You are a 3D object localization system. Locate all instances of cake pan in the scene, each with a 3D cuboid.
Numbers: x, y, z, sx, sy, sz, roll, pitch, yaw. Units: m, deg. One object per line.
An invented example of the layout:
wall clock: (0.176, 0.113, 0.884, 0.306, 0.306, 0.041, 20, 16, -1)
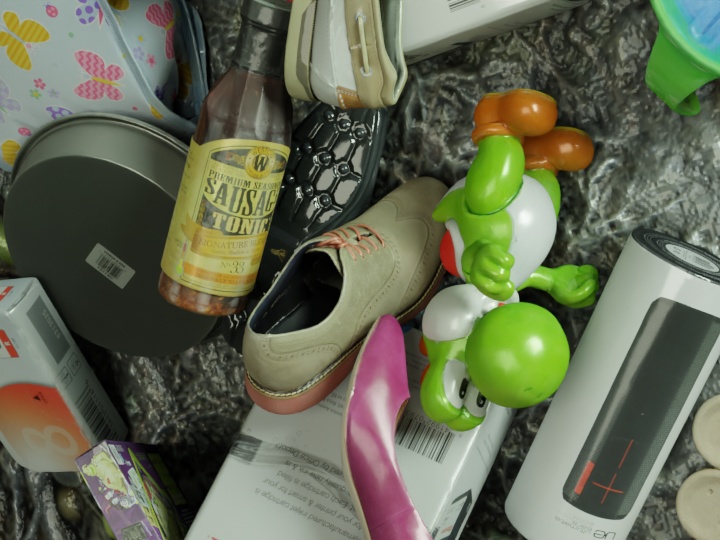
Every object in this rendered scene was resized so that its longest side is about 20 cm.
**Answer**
cake pan: (-0.170, -0.016, 0.918, 0.198, 0.037, 0.202, 12, 129, 15)

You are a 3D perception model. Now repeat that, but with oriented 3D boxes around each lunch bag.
lunch bag: (-0.213, -0.169, 0.914, 0.168, 0.127, 0.201, -12, 118, 26)

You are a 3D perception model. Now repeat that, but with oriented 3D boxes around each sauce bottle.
sauce bottle: (-0.079, -0.072, 0.812, 0.066, 0.066, 0.202, 23, 110, 21)

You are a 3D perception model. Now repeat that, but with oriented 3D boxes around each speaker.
speaker: (0.162, 0.081, 0.794, 0.081, 0.081, 0.201, 29, 109, 19)

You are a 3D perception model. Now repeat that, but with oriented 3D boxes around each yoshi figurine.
yoshi figurine: (0.097, 0.000, 0.766, 0.111, 0.112, 0.202, 16, 79, -3)

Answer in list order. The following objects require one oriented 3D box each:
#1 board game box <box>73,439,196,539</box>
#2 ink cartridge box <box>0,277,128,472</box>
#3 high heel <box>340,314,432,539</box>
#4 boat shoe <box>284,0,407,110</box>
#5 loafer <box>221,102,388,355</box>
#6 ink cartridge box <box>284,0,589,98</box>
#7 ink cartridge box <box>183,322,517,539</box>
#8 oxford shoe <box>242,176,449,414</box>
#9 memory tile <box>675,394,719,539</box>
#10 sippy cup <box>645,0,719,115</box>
board game box: (-0.140, 0.177, 0.897, 0.032, 0.200, 0.120, -34, 82, -5)
ink cartridge box: (-0.300, 0.087, 0.997, 0.198, 0.050, 0.163, -8, 125, 24)
high heel: (0.032, 0.125, 0.745, 0.095, 0.067, 0.202, 6, 66, 6)
boat shoe: (0.006, -0.194, 0.745, 0.068, 0.075, 0.202, 14, 111, 18)
loafer: (-0.035, -0.032, 0.878, 0.068, 0.070, 0.202, 30, 107, 15)
ink cartridge box: (0.027, -0.207, 0.814, 0.199, 0.085, 0.147, -15, 91, 26)
ink cartridge box: (-0.005, 0.136, 0.830, 0.144, 0.084, 0.201, 21, 73, 21)
oxford shoe: (0.000, 0.000, 0.803, 0.070, 0.200, 0.075, 24, 147, 24)
memory tile: (0.263, 0.186, 0.795, 0.152, 0.017, 0.202, 17, 104, 23)
sippy cup: (0.233, -0.169, 0.693, 0.176, 0.130, 0.141, -11, 94, 27)
